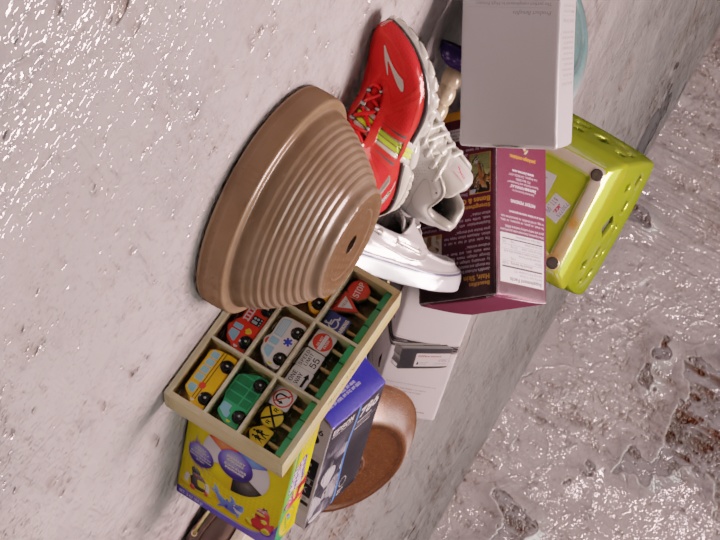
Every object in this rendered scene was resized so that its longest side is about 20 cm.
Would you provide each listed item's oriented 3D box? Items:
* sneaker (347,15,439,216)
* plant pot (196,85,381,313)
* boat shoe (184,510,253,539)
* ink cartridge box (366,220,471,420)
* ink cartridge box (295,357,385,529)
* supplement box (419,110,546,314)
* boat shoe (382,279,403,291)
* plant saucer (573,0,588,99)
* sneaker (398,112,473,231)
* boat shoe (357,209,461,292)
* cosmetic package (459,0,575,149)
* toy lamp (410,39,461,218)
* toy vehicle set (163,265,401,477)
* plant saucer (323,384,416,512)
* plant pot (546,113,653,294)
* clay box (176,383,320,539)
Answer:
[{"bbox_3d":[0.012,-0.127,1.513,0.084,0.077,0.202,-17,131,-34],"label":"sneaker"},{"bbox_3d":[-0.045,-0.043,1.414,0.202,0.092,0.201,-56,165,-23],"label":"plant pot"},{"bbox_3d":[-0.110,0.223,1.786,0.201,0.059,0.072,-57,163,-22],"label":"boat shoe"},{"bbox_3d":[0.067,0.045,1.931,0.145,0.083,0.201,-92,-166,-48],"label":"ink cartridge box"},{"bbox_3d":[-0.026,0.170,1.770,0.099,0.039,0.201,-39,153,-43],"label":"ink cartridge box"},{"bbox_3d":[0.127,-0.062,1.768,0.085,0.110,0.203,10,77,-43],"label":"supplement box"},{"bbox_3d":[0.002,0.002,1.727,0.201,0.073,0.063,-32,157,-57],"label":"boat shoe"},{"bbox_3d":[0.185,-0.244,1.740,0.200,0.038,0.204,3,85,-48],"label":"plant saucer"},{"bbox_3d":[0.067,-0.118,1.619,0.078,0.099,0.201,-44,145,-23],"label":"sneaker"},{"bbox_3d":[0.033,-0.025,1.654,0.199,0.073,0.066,14,98,-47],"label":"boat shoe"},{"bbox_3d":[0.152,-0.220,1.630,0.074,0.100,0.203,-26,119,-68],"label":"cosmetic package"},{"bbox_3d":[0.063,-0.133,1.731,0.202,0.058,0.058,-67,166,11],"label":"toy lamp"},{"bbox_3d":[-0.066,0.068,1.488,0.201,0.123,0.027,-55,166,-27],"label":"toy vehicle set"},{"bbox_3d":[-0.020,0.209,1.906,0.198,0.037,0.202,-17,139,-16],"label":"plant saucer"},{"bbox_3d":[0.227,-0.095,2.108,0.202,0.198,0.181,-63,168,11],"label":"plant pot"},{"bbox_3d":[-0.102,0.157,1.557,0.048,0.114,0.201,-48,161,-41],"label":"clay box"}]
